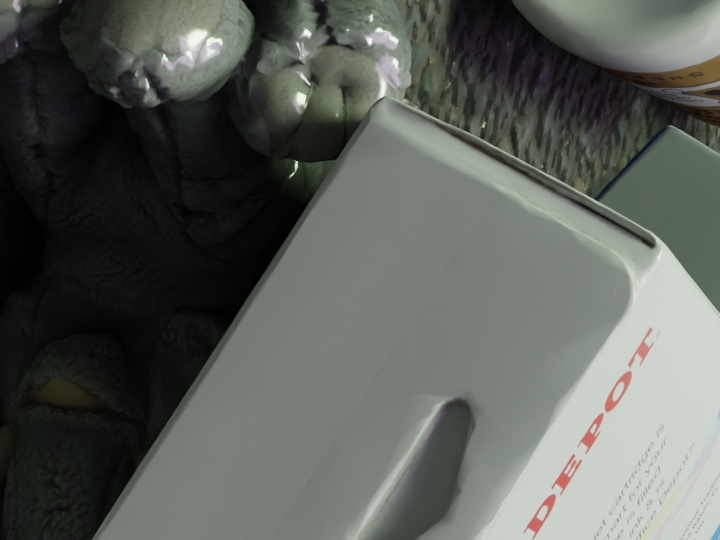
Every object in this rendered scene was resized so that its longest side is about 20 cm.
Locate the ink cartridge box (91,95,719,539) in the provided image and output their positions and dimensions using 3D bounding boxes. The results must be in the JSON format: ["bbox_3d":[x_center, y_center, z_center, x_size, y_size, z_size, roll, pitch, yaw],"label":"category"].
[{"bbox_3d":[0.027,0.061,0.720,0.145,0.085,0.200,-58,158,-4],"label":"ink cartridge box"}]

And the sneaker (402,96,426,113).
[{"bbox_3d":[0.000,0.000,0.888,0.090,0.070,0.200,-59,147,-4],"label":"sneaker"}]

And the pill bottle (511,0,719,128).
[{"bbox_3d":[0.135,-0.108,1.011,0.200,0.114,0.115,17,88,-60],"label":"pill bottle"}]

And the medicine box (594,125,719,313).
[{"bbox_3d":[0.099,0.089,0.930,0.182,0.103,0.200,-46,144,-10],"label":"medicine box"}]

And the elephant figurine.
[{"bbox_3d":[-0.052,0.002,0.743,0.155,0.142,0.200,-12,119,-24],"label":"elephant figurine"}]
